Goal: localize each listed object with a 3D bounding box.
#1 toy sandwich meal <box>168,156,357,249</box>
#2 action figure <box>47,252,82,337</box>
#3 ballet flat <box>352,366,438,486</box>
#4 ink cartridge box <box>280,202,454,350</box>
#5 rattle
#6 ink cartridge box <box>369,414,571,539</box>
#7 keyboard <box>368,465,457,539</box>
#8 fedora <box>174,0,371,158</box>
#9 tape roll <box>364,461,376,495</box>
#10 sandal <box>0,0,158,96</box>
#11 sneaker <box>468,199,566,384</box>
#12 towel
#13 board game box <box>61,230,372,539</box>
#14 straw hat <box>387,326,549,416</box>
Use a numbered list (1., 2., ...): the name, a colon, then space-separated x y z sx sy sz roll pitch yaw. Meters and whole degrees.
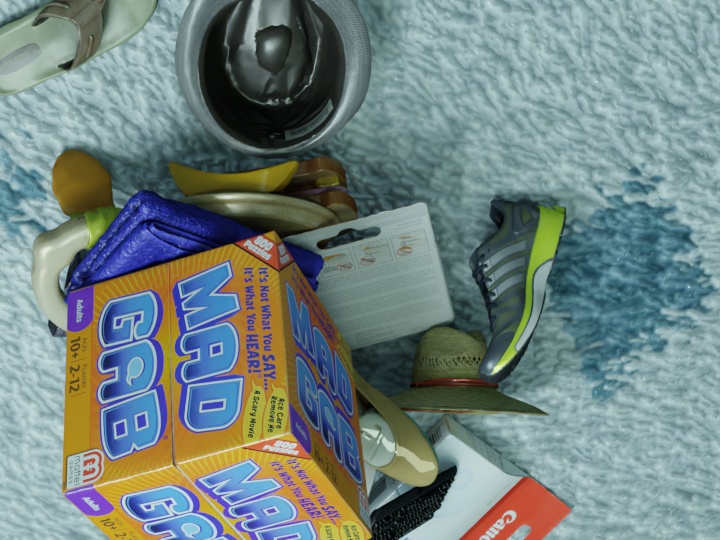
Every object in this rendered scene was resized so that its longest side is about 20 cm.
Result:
1. toy sandwich meal: -0.103 -0.061 1.392 0.203 0.205 0.071 1 74 -6
2. action figure: -0.206 0.054 1.471 0.199 0.069 0.131 23 105 -20
3. ballet flat: -0.010 0.137 1.403 0.200 0.063 0.069 45 123 23
4. ink cartridge box: 0.000 0.000 1.430 0.159 0.050 0.201 -15 140 3
5. rattle: -0.252 0.011 1.408 0.130 0.143 0.201 -36 134 -19
6. ink cartridge box: 0.114 0.274 1.618 0.199 0.047 0.160 38 107 -18
7. keyboard: 0.045 0.264 1.485 0.040 0.200 0.105 39 112 19
8. fedora: -0.079 -0.203 1.336 0.175 0.091 0.201 -5 127 0
9. tape roll: -0.088 0.207 1.481 0.138 0.203 0.204 26 112 -17
10. sandal: -0.265 -0.214 1.332 0.200 0.057 0.080 -33 115 11
11. sneaker: 0.140 0.018 1.437 0.080 0.201 0.074 17 151 4
12. towel: -0.147 0.014 1.324 0.199 0.050 0.148 21 125 -33
13. board game box: -0.122 0.126 1.271 0.198 0.201 0.200 -16 142 12
14. straw hat: 0.094 0.101 1.486 0.199 0.201 0.086 4 83 -7
